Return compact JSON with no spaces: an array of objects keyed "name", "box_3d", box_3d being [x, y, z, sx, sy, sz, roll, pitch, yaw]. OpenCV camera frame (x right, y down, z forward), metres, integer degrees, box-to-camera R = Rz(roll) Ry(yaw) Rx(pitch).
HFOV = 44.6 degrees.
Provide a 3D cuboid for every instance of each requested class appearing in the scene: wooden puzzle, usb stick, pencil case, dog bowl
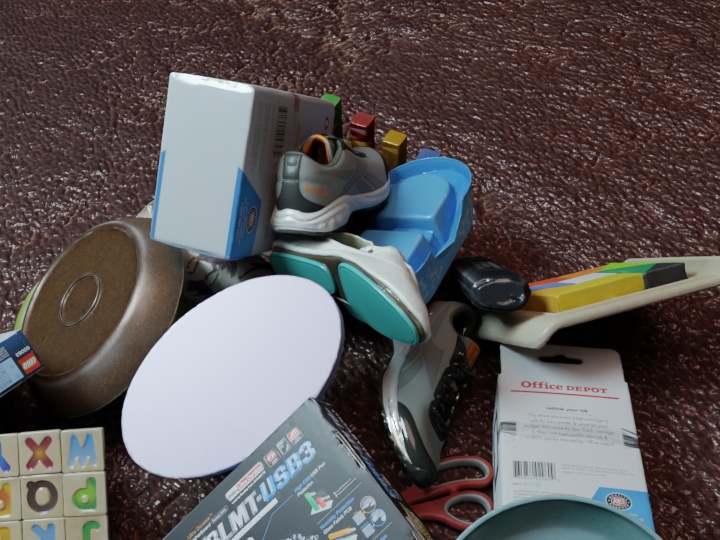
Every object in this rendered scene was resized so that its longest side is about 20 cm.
[{"name":"wooden puzzle","box_3d":[0.213,0.020,0.825,0.198,0.038,0.185,-18,4,-13]},{"name":"usb stick","box_3d":[0.119,0.010,0.840,0.055,0.033,0.200,-3,6,0]},{"name":"pencil case","box_3d":[-0.139,0.001,0.880,0.199,0.078,0.089,32,30,12]},{"name":"dog bowl","box_3d":[0.042,-0.029,0.844,0.111,0.050,0.201,5,45,34]}]

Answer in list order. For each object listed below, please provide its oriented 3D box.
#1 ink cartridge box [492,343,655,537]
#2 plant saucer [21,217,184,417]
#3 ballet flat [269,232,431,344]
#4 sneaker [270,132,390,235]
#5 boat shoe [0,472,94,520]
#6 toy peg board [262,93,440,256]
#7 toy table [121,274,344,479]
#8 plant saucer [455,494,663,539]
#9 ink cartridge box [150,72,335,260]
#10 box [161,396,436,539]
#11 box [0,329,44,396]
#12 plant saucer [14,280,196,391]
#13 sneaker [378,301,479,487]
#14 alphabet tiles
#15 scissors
[{"name":"ink cartridge box","box_3d":[0.172,0.154,0.746,0.115,0.068,0.201,4,38,5]},{"name":"plant saucer","box_3d":[-0.245,0.033,0.802,0.199,0.034,0.202,-19,53,27]},{"name":"ballet flat","box_3d":[0.000,0.000,0.745,0.069,0.070,0.199,-35,37,-28]},{"name":"sneaker","box_3d":[-0.021,-0.093,0.818,0.073,0.080,0.200,5,20,19]},{"name":"boat shoe","box_3d":[-0.306,0.208,0.730,0.198,0.073,0.068,-16,20,-4]},{"name":"toy peg board","box_3d":[-0.008,-0.096,0.977,0.197,0.098,0.201,20,51,19]},{"name":"toy table","box_3d":[-0.096,0.099,0.749,0.199,0.117,0.185,-27,74,-2]},{"name":"plant saucer","box_3d":[0.143,0.261,0.625,0.198,0.036,0.203,-1,84,9]},{"name":"ink cartridge box","box_3d":[-0.102,-0.097,0.816,0.084,0.146,0.200,13,10,17]},{"name":"box","box_3d":[-0.043,0.232,0.632,0.200,0.050,0.199,-44,60,2]},{"name":"box","box_3d":[-0.357,0.108,0.752,0.136,0.038,0.199,-38,13,-28]},{"name":"plant saucer","box_3d":[-0.260,0.039,0.904,0.198,0.031,0.201,-1,47,1]},{"name":"sneaker","box_3d":[0.065,0.098,0.782,0.079,0.074,0.201,-11,41,19]},{"name":"alphabet tiles","box_3d":[-0.295,0.214,0.684,0.198,0.008,0.169,-4,87,-2]},{"name":"scissors","box_3d":[0.023,0.204,0.755,0.198,0.014,0.074,-9,48,-4]}]
